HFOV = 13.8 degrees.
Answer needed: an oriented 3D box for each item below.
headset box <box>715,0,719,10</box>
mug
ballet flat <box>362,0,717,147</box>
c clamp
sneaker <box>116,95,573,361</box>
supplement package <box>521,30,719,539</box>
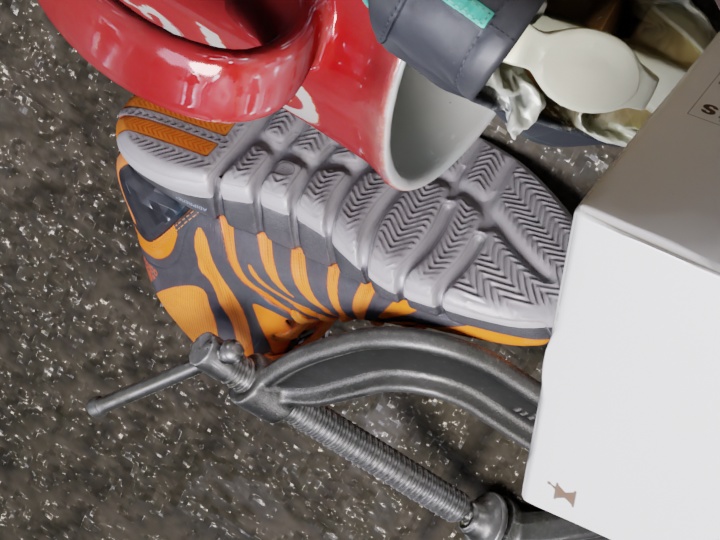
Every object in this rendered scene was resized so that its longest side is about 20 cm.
[{"bbox_3d":[0.204,-0.039,0.811,0.201,0.148,0.077,62,144,8],"label":"headset box"},{"bbox_3d":[-0.044,-0.132,0.991,0.199,0.177,0.134,31,102,18],"label":"mug"},{"bbox_3d":[0.072,-0.067,0.941,0.073,0.200,0.074,-4,81,30],"label":"ballet flat"},{"bbox_3d":[0.022,0.066,1.145,0.200,0.027,0.171,30,146,-28],"label":"c clamp"},{"bbox_3d":[0.000,0.000,1.132,0.199,0.078,0.112,24,142,24],"label":"sneaker"},{"bbox_3d":[0.151,-0.004,0.922,0.119,0.200,0.122,24,134,18],"label":"supplement package"}]
